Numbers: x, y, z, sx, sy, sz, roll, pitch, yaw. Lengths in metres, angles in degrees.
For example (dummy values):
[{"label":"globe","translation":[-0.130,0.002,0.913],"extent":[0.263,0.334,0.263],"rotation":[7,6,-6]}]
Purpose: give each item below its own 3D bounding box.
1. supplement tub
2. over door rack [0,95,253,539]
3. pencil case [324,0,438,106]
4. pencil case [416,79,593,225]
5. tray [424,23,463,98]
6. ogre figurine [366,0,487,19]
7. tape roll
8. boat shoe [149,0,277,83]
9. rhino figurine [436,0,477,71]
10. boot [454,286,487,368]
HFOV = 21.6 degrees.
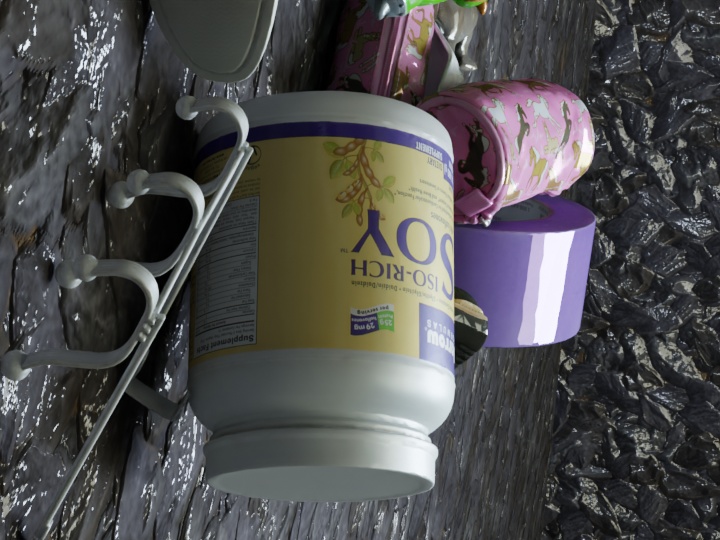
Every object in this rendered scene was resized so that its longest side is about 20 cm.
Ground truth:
[{"label":"supplement tub","translation":[-0.021,0.017,1.024],"extent":[0.145,0.145,0.201],"rotation":[60,29,-72]},{"label":"over door rack","translation":[-0.115,0.031,0.878],"extent":[0.148,0.066,0.200],"rotation":[-67,175,-51]},{"label":"pencil case","translation":[0.016,-0.154,1.318],"extent":[0.086,0.083,0.201],"rotation":[30,68,-52]},{"label":"pencil case","translation":[0.097,-0.085,1.296],"extent":[0.200,0.083,0.087],"rotation":[-22,134,-64]},{"label":"tray","translation":[0.044,-0.135,1.404],"extent":[0.200,0.022,0.108],"rotation":[-107,-147,-68]},{"label":"ogre figurine","translation":[0.047,-0.230,1.223],"extent":[0.200,0.098,0.120],"rotation":[-75,173,-71]},{"label":"tape roll","translation":[0.067,-0.012,1.374],"extent":[0.200,0.199,0.085],"rotation":[-43,140,-72]},{"label":"boat shoe","translation":[-0.068,-0.190,0.907],"extent":[0.060,0.074,0.201],"rotation":[-56,145,-54]},{"label":"rhino figurine","translation":[0.071,-0.212,1.598],"extent":[0.200,0.060,0.088],"rotation":[-52,138,-74]},{"label":"boot","translation":[0.000,0.000,1.175],"extent":[0.077,0.200,0.139],"rotation":[30,58,-38]}]
